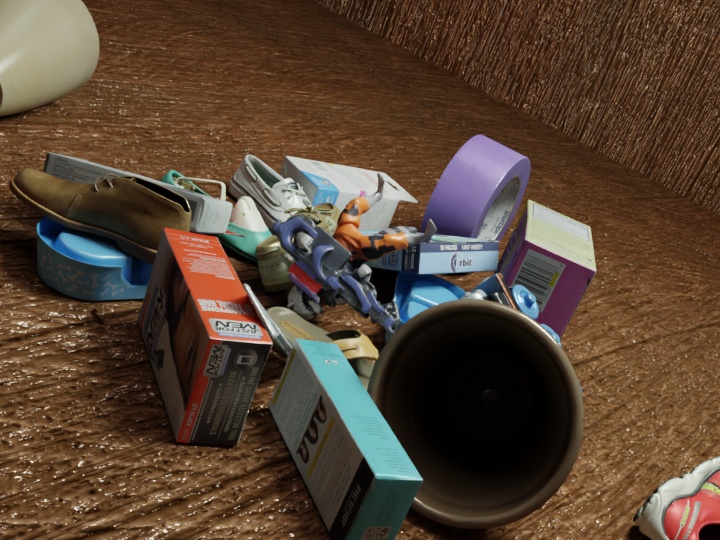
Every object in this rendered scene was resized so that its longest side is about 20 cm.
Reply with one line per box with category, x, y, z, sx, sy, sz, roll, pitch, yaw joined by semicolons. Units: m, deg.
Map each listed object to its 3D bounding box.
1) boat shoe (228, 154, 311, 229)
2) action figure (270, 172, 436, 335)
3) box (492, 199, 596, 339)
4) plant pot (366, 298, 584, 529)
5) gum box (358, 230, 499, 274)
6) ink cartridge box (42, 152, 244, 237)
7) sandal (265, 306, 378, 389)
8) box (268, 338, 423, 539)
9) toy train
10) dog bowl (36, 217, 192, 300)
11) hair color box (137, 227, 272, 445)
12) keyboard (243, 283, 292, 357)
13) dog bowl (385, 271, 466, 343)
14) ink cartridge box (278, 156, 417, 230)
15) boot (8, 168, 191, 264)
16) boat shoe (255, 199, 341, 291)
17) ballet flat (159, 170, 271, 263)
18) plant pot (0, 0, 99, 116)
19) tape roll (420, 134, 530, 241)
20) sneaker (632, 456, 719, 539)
boat shoe;-0.113;-0.101;1.346;0.199;0.067;0.073;33;24;24
action figure;0.000;0.000;1.094;0.200;0.193;0.105;48;-9;23
box;0.226;0.025;1.236;0.096;0.177;0.200;24;22;4
plant pot;0.118;0.132;0.904;0.199;0.202;0.174;28;3;15
gum box;0.059;-0.027;1.273;0.199;0.045;0.169;7;6;43
ink cartridge box;-0.246;-0.087;1.109;0.198;0.044;0.173;16;4;11
sandal;-0.023;0.085;1.016;0.199;0.054;0.080;31;23;19
box;-0.020;0.150;0.830;0.049;0.083;0.200;10;25;-30
toy train;0.173;0.099;1.052;0.114;0.086;0.201;-6;65;-52
dog bowl;-0.259;-0.013;1.019;0.199;0.050;0.111;-2;32;-46
hair color box;-0.152;0.057;0.877;0.063;0.112;0.200;8;25;-30
keyboard;-0.084;0.058;0.909;0.056;0.011;0.200;53;-7;12
dog bowl;0.085;0.064;1.159;0.111;0.050;0.200;22;21;-2
ink cartridge box;-0.022;-0.114;1.467;0.198;0.068;0.115;5;28;-37
boot;-0.271;-0.077;0.989;0.198;0.076;0.074;22;23;0
boat shoe;-0.074;-0.046;1.191;0.073;0.063;0.200;-10;24;23
ballet flat;-0.179;-0.074;1.213;0.199;0.071;0.067;26;18;6
plant pot;-0.497;-0.299;1.317;0.186;0.188;0.201;22;35;-1
tape roll;0.180;-0.103;1.463;0.085;0.202;0.200;30;23;20
sneaker;0.365;0.260;0.989;0.199;0.077;0.085;-9;48;-42
